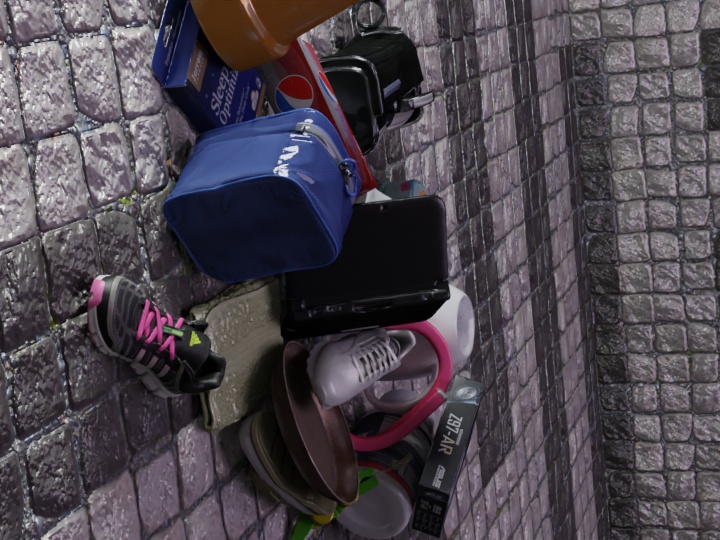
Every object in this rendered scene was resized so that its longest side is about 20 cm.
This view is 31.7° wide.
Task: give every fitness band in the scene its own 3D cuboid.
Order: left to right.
[{"bbox_3d":[0.031,0.148,1.677,0.144,0.200,0.037,51,-4,-7],"label":"fitness band"}]

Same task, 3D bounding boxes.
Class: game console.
[{"bbox_3d":[0.000,0.000,1.532,0.176,0.197,0.118,120,-39,-72],"label":"game console"}]

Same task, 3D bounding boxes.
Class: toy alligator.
[{"bbox_3d":[-0.023,0.273,1.619,0.055,0.199,0.059,55,-21,6],"label":"toy alligator"}]

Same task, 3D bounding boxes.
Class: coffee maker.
[{"bbox_3d":[-0.006,-0.263,1.730,0.193,0.134,0.200,60,25,-6],"label":"coffee maker"}]

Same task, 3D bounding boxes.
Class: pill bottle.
[{"bbox_3d":[0.037,0.262,1.765,0.201,0.118,0.121,-61,143,-53],"label":"pill bottle"}]

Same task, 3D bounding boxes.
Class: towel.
[{"bbox_3d":[-0.136,0.091,1.451,0.200,0.036,0.150,-32,119,-66],"label":"towel"}]

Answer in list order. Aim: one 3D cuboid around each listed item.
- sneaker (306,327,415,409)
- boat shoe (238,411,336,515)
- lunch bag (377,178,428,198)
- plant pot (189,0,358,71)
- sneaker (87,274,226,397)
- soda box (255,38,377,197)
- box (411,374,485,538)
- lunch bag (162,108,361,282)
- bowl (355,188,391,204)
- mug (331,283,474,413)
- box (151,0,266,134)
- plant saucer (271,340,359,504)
[{"bbox_3d":[0.000,0.111,1.555,0.200,0.080,0.077,-36,111,-63],"label":"sneaker"},{"bbox_3d":[-0.098,0.233,1.491,0.201,0.068,0.075,57,38,-44],"label":"boat shoe"},{"bbox_3d":[0.071,-0.032,1.937,0.201,0.076,0.162,59,37,-51],"label":"lunch bag"},{"bbox_3d":[-0.079,-0.340,1.381,0.200,0.181,0.203,-15,90,-75],"label":"plant pot"},{"bbox_3d":[-0.192,0.065,1.239,0.200,0.086,0.074,58,36,-51],"label":"sneaker"},{"bbox_3d":[-0.055,-0.176,1.533,0.202,0.069,0.063,66,14,7],"label":"soda box"},{"bbox_3d":[0.116,0.253,1.711,0.201,0.043,0.162,92,17,-62],"label":"box"},{"bbox_3d":[-0.094,-0.088,1.354,0.133,0.198,0.137,-75,147,-43],"label":"lunch bag"},{"bbox_3d":[0.020,-0.007,1.661,0.201,0.089,0.203,-162,-90,-85],"label":"bowl"},{"bbox_3d":[0.062,0.103,1.766,0.148,0.173,0.202,53,40,-55],"label":"mug"},{"bbox_3d":[-0.165,-0.214,1.413,0.200,0.032,0.122,54,40,-54],"label":"box"},{"bbox_3d":[-0.056,0.182,1.489,0.201,0.032,0.201,60,14,-26],"label":"plant saucer"}]
